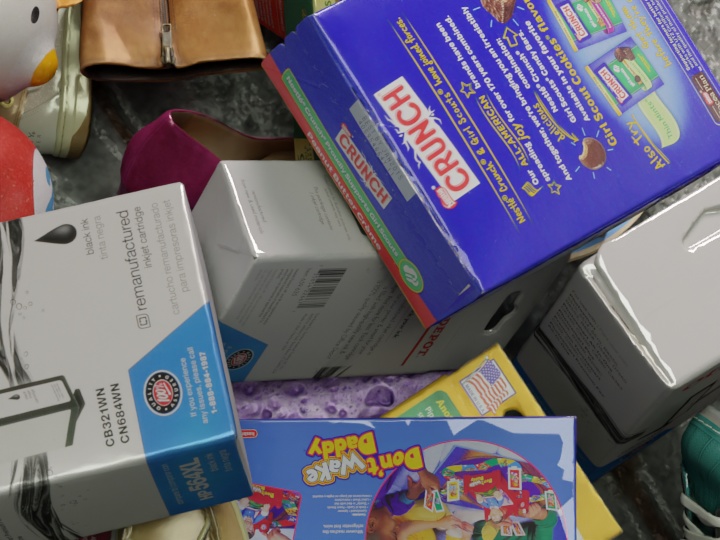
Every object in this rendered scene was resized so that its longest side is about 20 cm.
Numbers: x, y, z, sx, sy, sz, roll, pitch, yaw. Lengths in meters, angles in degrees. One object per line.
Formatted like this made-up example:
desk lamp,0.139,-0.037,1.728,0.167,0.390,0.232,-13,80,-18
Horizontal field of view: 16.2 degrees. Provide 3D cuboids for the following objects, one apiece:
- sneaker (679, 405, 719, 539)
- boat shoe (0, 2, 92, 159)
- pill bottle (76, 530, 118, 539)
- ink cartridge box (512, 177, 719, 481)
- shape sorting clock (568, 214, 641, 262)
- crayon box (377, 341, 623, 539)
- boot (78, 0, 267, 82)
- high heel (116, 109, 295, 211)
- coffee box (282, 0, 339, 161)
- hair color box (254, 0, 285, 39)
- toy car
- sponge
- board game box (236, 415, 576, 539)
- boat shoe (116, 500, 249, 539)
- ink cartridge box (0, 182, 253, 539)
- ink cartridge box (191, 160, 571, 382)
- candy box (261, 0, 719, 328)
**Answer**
sneaker,0.204,0.163,1.372,0.080,0.200,0.071,-37,38,-15
boat shoe,-0.192,-0.163,1.460,0.066,0.074,0.201,0,71,-14
pill bottle,-0.193,0.106,1.350,0.199,0.114,0.115,6,71,-8
ink cartridge box,0.176,0.026,1.385,0.146,0.200,0.084,-31,79,-17
shape sorting clock,0.089,-0.096,1.490,0.199,0.039,0.201,7,67,-17
crayon box,0.026,0.146,1.374,0.200,0.052,0.126,-34,85,0
boot,-0.073,-0.208,1.414,0.188,0.069,0.201,-7,67,-6
high heel,-0.048,-0.061,1.412,0.200,0.096,0.067,-17,61,-41
coffee box,0.057,-0.111,1.413,0.199,0.044,0.123,-5,96,-24
hair color box,-0.048,-0.206,1.481,0.200,0.061,0.102,34,69,19
toy car,-0.209,-0.105,1.356,0.177,0.184,0.200,34,80,11
sponge,-0.043,0.051,1.438,0.200,0.030,0.112,35,70,2
board game box,0.014,0.144,1.326,0.199,0.045,0.135,0,86,3
boat shoe,-0.092,0.191,1.273,0.073,0.063,0.202,2,89,3
ink cartridge box,-0.166,0.056,1.251,0.199,0.084,0.146,-13,66,-2
ink cartridge box,0.000,0.000,1.374,0.199,0.116,0.067,-1,53,-31
candy box,0.078,-0.088,1.325,0.200,0.077,0.169,-28,84,-31
